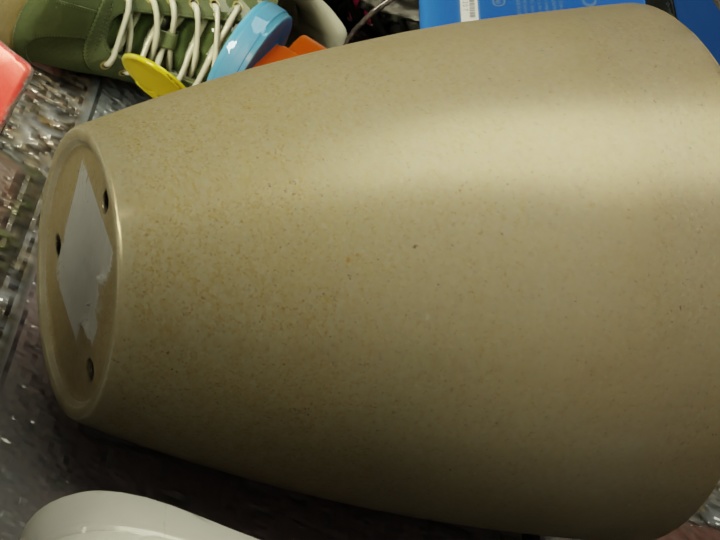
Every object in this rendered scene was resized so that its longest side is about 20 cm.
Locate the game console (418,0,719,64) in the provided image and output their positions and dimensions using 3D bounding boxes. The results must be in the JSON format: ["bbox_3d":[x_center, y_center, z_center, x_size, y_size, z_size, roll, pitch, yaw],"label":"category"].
[{"bbox_3d":[0.114,-0.084,0.994,0.169,0.119,0.201,-3,40,3],"label":"game console"}]

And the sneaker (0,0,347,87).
[{"bbox_3d":[-0.074,-0.110,0.918,0.090,0.067,0.200,34,22,19],"label":"sneaker"}]

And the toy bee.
[{"bbox_3d":[-0.023,-0.054,0.863,0.199,0.109,0.131,-27,67,-33],"label":"toy bee"}]

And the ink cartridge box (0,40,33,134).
[{"bbox_3d":[-0.194,-0.030,0.517,0.200,0.177,0.045,38,27,17],"label":"ink cartridge box"}]

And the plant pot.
[{"bbox_3d":[0.000,0.000,0.704,0.199,0.188,0.188,1,36,-23],"label":"plant pot"}]

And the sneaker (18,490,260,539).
[{"bbox_3d":[0.000,0.134,0.563,0.199,0.074,0.116,14,30,-11],"label":"sneaker"}]

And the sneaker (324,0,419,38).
[{"bbox_3d":[0.009,-0.137,1.076,0.083,0.077,0.200,-12,42,-33],"label":"sneaker"}]
